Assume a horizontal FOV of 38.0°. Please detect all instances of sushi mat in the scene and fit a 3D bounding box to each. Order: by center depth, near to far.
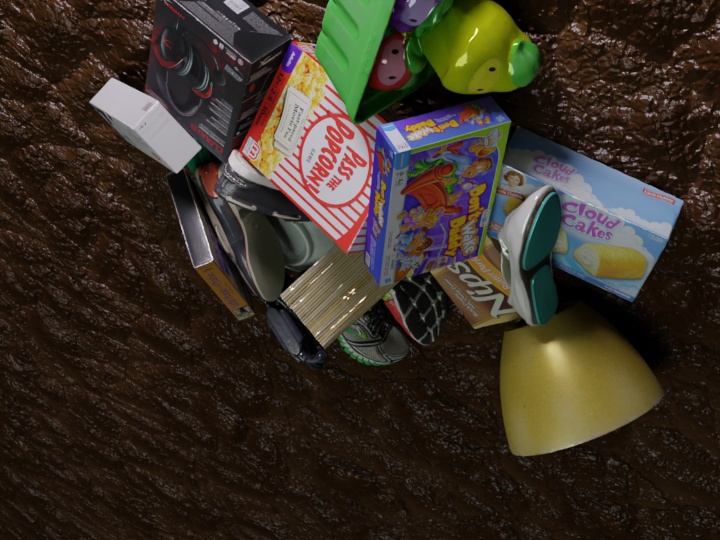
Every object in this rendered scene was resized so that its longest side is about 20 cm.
[{"bbox_3d":[0.000,0.000,1.323,0.096,0.200,0.012,49,177,-17],"label":"sushi mat"}]

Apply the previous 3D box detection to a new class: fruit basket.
[{"bbox_3d":[0.073,-0.233,1.047,0.215,0.155,0.217,32,141,31],"label":"fruit basket"}]

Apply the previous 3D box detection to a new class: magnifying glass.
[{"bbox_3d":[-0.208,-0.133,1.407,0.079,0.022,0.201,-8,112,58],"label":"magnifying glass"}]

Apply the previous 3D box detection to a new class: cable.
[{"bbox_3d":[-0.104,0.050,1.494,0.051,0.163,0.201,-35,85,7],"label":"cable"}]

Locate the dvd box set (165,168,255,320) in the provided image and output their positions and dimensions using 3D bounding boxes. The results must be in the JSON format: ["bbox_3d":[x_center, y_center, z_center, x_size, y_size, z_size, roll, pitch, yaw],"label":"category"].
[{"bbox_3d":[-0.200,-0.031,1.411,0.029,0.147,0.200,-21,156,2],"label":"dvd box set"}]

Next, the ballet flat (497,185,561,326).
[{"bbox_3d":[0.180,-0.019,1.153,0.069,0.070,0.201,14,140,23],"label":"ballet flat"}]

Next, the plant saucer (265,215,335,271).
[{"bbox_3d":[-0.105,-0.061,1.429,0.199,0.050,0.201,19,140,17],"label":"plant saucer"}]

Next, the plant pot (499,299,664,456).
[{"bbox_3d":[0.249,0.120,1.278,0.200,0.199,0.143,-23,91,48],"label":"plant pot"}]

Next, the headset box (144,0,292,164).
[{"bbox_3d":[-0.176,-0.235,1.247,0.148,0.075,0.200,41,144,11],"label":"headset box"}]

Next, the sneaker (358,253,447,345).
[{"bbox_3d":[0.044,0.013,1.401,0.201,0.077,0.085,56,157,-21],"label":"sneaker"}]

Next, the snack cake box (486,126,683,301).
[{"bbox_3d":[0.240,-0.062,1.162,0.199,0.067,0.115,26,143,10],"label":"snack cake box"}]

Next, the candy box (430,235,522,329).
[{"bbox_3d":[0.138,-0.023,1.287,0.115,0.055,0.200,-16,122,45],"label":"candy box"}]

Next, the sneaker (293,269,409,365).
[{"bbox_3d":[-0.001,0.067,1.448,0.200,0.078,0.085,38,148,-29],"label":"sneaker"}]

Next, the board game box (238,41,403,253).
[{"bbox_3d":[-0.033,-0.140,1.184,0.200,0.046,0.152,42,118,25],"label":"board game box"}]

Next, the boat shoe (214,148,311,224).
[{"bbox_3d":[-0.091,-0.090,1.306,0.199,0.074,0.060,16,123,-40],"label":"boat shoe"}]

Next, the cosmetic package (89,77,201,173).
[{"bbox_3d":[-0.278,-0.187,1.333,0.083,0.051,0.200,45,173,-33],"label":"cosmetic package"}]

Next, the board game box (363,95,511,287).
[{"bbox_3d":[0.078,-0.081,1.119,0.201,0.134,0.045,95,151,-48],"label":"board game box"}]

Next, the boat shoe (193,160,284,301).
[{"bbox_3d":[-0.159,-0.051,1.375,0.062,0.071,0.201,-7,114,34],"label":"boat shoe"}]
